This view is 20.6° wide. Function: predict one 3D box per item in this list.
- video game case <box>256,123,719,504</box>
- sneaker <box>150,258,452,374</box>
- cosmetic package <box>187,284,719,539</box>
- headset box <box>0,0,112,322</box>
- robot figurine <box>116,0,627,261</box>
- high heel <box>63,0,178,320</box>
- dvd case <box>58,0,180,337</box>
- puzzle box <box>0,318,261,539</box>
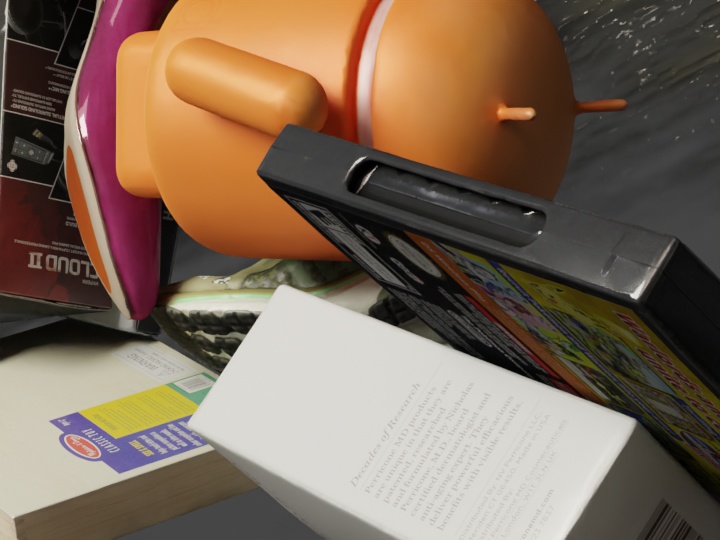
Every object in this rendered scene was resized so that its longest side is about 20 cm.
[{"bbox_3d":[0.083,0.031,0.630,0.180,0.200,0.026,21,75,51],"label":"video game case"},{"bbox_3d":[0.000,0.000,0.852,0.199,0.077,0.089,-8,50,30],"label":"sneaker"},{"bbox_3d":[0.037,0.079,0.714,0.200,0.101,0.071,20,71,52],"label":"cosmetic package"},{"bbox_3d":[-0.192,-0.058,0.955,0.148,0.077,0.202,-5,78,40],"label":"headset box"},{"bbox_3d":[-0.004,-0.060,0.766,0.199,0.144,0.117,2,53,32],"label":"robot figurine"},{"bbox_3d":[-0.087,-0.081,0.876,0.067,0.095,0.201,141,118,-73],"label":"high heel"},{"bbox_3d":[-0.137,-0.078,0.977,0.150,0.025,0.201,10,90,41],"label":"dvd case"},{"bbox_3d":[-0.131,0.069,0.880,0.132,0.026,0.200,-16,21,-28],"label":"puzzle box"}]
